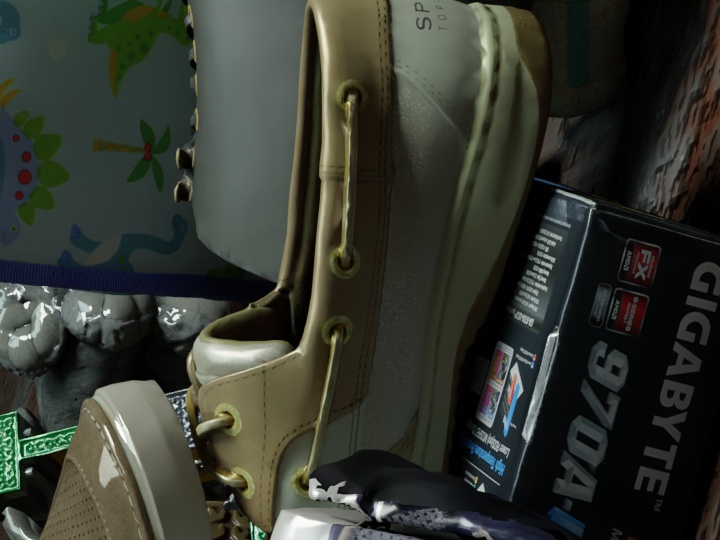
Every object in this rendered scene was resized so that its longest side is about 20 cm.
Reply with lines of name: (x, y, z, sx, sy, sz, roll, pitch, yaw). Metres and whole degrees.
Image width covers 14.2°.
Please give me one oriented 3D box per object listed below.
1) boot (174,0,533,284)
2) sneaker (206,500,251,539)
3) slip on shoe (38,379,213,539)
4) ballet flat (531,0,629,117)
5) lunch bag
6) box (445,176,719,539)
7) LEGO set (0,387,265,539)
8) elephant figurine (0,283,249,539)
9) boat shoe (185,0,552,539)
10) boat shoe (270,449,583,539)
boot: (-0.044, -0.080, 0.819, 0.200, 0.077, 0.139, 33, 109, 38)
sneaker: (-0.061, 0.187, 1.050, 0.201, 0.067, 0.090, -84, 7, -45)
slip on shoe: (-0.079, 0.121, 0.745, 0.076, 0.060, 0.201, -123, 36, -49)
ballet flat: (0.039, -0.080, 0.890, 0.200, 0.067, 0.063, -123, 27, -78)
lunch bag: (-0.097, -0.078, 1.006, 0.200, 0.127, 0.171, 2, -85, -67)
box: (0.035, 0.055, 0.756, 0.200, 0.046, 0.160, -151, 77, -79)
LEGO set: (-0.077, 0.120, 0.981, 0.116, 0.199, 0.155, 53, -161, -59)
elephant figurine: (-0.103, 0.089, 1.257, 0.155, 0.141, 0.202, -34, -49, -61)
boat shoe: (-0.010, 0.026, 0.720, 0.074, 0.066, 0.201, -137, 61, -76)
boat shoe: (0.014, 0.144, 0.614, 0.092, 0.074, 0.202, 9, 89, 36)
